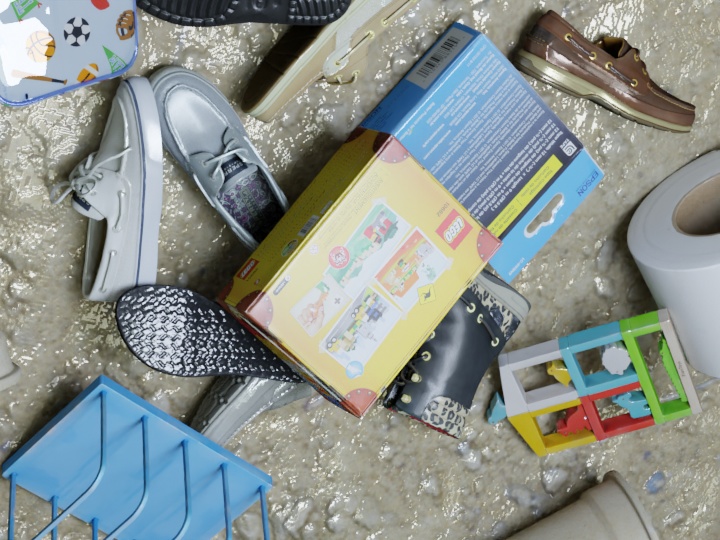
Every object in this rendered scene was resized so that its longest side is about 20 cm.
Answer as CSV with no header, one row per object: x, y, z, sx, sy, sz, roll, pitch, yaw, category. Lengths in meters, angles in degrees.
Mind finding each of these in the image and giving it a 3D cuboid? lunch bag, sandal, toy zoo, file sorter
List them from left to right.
-0.263,-0.236,1.519,0.160,0.076,0.200,-21,114,-31,lunch bag
-0.191,0.216,1.661,0.200,0.123,0.139,35,117,-30,file sorter
-0.126,0.061,1.668,0.200,0.045,0.075,14,86,-28,sandal
0.218,0.114,1.855,0.200,0.020,0.131,-17,128,13,toy zoo

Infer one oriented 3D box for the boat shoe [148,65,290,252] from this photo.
-0.112,-0.091,1.651,0.070,0.072,0.201,-39,119,-9,boat shoe

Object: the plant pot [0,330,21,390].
-0.374,0.002,1.498,0.200,0.200,0.184,-6,98,-23,plant pot

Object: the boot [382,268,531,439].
0.055,0.055,1.765,0.203,0.073,0.154,30,82,-33,boot

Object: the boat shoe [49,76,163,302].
-0.218,-0.065,1.617,0.086,0.075,0.202,-4,118,-21,boat shoe

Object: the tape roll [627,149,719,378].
0.373,-0.013,1.830,0.203,0.203,0.139,-36,119,-10,tape roll

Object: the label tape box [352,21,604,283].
0.111,-0.107,1.756,0.143,0.066,0.200,-48,121,-3,label tape box

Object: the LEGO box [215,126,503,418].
0.000,0.000,1.648,0.149,0.077,0.200,44,81,-24,LEGO box

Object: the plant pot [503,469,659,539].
0.198,0.320,1.879,0.183,0.200,0.201,-18,114,-7,plant pot

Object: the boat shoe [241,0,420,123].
-0.019,-0.196,1.660,0.200,0.074,0.066,-47,114,-5,boat shoe

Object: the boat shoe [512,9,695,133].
0.238,-0.183,1.785,0.200,0.072,0.068,20,99,-26,boat shoe

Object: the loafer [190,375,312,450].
-0.073,0.096,1.733,0.200,0.070,0.070,-46,111,-6,loafer

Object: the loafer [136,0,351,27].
-0.108,-0.247,1.610,0.200,0.071,0.073,7,123,-12,loafer
